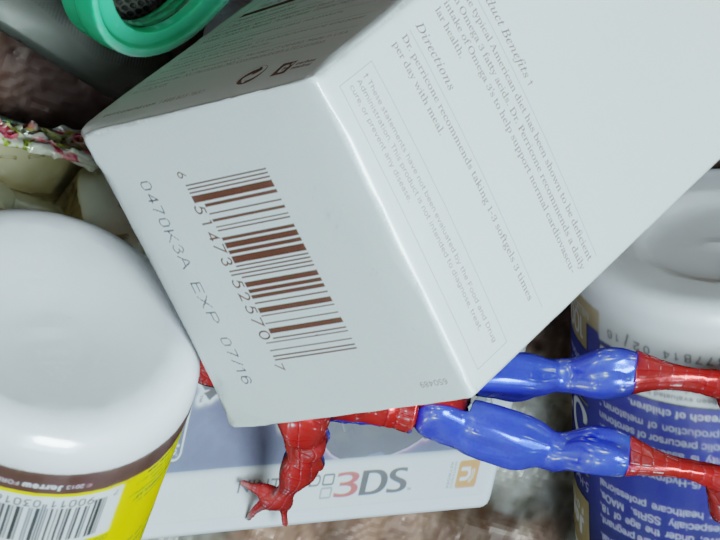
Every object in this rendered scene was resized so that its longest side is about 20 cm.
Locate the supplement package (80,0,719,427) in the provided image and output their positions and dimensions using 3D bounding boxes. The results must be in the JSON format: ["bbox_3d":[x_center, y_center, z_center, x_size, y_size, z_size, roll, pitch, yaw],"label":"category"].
[{"bbox_3d":[0.028,-0.052,0.999,0.200,0.117,0.117,-41,110,-40],"label":"supplement package"}]

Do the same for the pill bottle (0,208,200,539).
[{"bbox_3d":[-0.129,0.081,1.042,0.109,0.110,0.201,-1,138,-24],"label":"pill bottle"}]

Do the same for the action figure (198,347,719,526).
[{"bbox_3d":[0.032,0.056,1.088,0.199,0.099,0.066,11,66,-7],"label":"action figure"}]

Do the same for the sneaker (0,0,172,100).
[{"bbox_3d":[-0.122,-0.147,1.010,0.199,0.076,0.115,29,94,-33],"label":"sneaker"}]

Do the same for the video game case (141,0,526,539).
[{"bbox_3d":[0.000,0.000,1.120,0.182,0.023,0.201,-2,111,-42],"label":"video game case"}]

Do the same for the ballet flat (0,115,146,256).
[{"bbox_3d":[-0.124,-0.019,1.062,0.199,0.064,0.076,11,115,-27],"label":"ballet flat"}]

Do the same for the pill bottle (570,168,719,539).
[{"bbox_3d":[0.142,0.073,1.181,0.119,0.120,0.201,-13,120,-19],"label":"pill bottle"}]

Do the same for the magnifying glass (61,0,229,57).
[{"bbox_3d":[-0.030,-0.130,1.031,0.200,0.022,0.080,-31,139,-46],"label":"magnifying glass"}]
